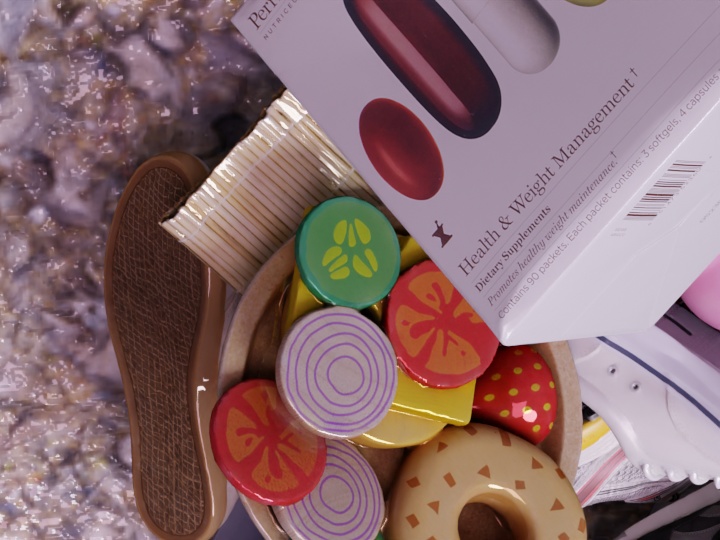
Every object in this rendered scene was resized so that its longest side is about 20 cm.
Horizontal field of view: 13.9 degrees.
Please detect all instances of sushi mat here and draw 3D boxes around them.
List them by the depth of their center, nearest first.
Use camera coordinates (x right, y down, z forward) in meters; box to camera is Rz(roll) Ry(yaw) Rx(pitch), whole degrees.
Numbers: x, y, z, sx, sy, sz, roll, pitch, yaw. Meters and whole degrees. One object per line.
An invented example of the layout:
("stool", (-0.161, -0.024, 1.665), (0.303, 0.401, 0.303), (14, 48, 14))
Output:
("sushi mat", (0.000, 0.000, 1.419), (0.096, 0.012, 0.200), (-50, 123, -3))

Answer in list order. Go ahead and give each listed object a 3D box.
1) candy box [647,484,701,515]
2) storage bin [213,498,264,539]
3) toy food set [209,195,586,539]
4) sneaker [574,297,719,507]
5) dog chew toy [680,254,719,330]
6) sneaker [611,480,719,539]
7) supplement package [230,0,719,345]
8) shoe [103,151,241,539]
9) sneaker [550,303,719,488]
("candy box", (0.237, 0.201, 1.593), (0.200, 0.072, 0.168), (18, 113, -13))
("storage bin", (0.018, 0.165, 1.483), (0.134, 0.146, 0.200), (-8, 157, -17))
("toy food set", (0.021, 0.066, 1.374), (0.198, 0.049, 0.200), (15, 75, -24))
("sneaker", (0.160, 0.070, 1.526), (0.200, 0.078, 0.082), (-22, 127, 12))
("dog chew toy", (0.191, -0.026, 1.434), (0.200, 0.125, 0.125), (41, 107, -12))
("sneaker", (0.184, 0.152, 1.473), (0.200, 0.088, 0.076), (-42, 109, 6))
("supplement package", (0.092, -0.105, 1.302), (0.200, 0.147, 0.191), (50, 114, 21))
("shoe", (-0.083, 0.035, 1.443), (0.070, 0.053, 0.200), (13, 113, 32))
("sneaker", (0.168, 0.074, 1.440), (0.200, 0.073, 0.071), (38, 115, 18))
